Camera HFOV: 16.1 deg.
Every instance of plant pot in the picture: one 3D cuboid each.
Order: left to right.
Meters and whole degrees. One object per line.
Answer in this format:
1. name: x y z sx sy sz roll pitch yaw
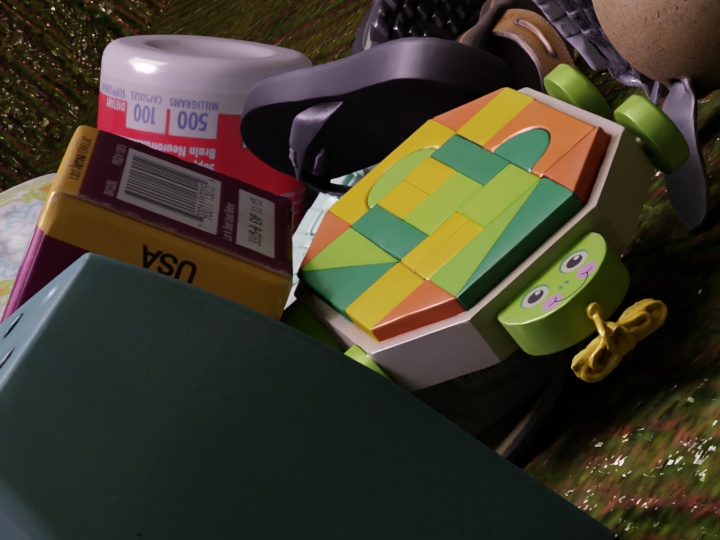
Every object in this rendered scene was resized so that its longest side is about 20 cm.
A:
1. plant pot: -0.052 0.099 0.848 0.141 0.200 0.141 -33 22 53

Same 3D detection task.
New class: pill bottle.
1. pill bottle: -0.086 -0.018 1.341 0.112 0.112 0.200 -119 33 -77

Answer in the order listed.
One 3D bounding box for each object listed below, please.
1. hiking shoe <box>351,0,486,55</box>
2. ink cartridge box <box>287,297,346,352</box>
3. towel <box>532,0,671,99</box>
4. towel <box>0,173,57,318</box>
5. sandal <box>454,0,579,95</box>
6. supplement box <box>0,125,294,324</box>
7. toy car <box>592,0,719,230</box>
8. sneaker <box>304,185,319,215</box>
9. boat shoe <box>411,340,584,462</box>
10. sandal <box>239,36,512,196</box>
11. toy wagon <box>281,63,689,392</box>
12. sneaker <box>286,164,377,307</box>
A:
1. hiking shoe: 0.037 -0.140 1.546 0.101 0.076 0.200 -52 0 36
2. ink cartridge box: 0.012 0.027 1.132 0.200 0.068 0.115 -54 13 -14
3. towel: 0.121 -0.189 1.099 0.086 0.200 0.166 9 62 51
4. towel: -0.169 0.037 1.217 0.171 0.048 0.200 -27 41 -17
5. sandal: 0.087 -0.091 1.238 0.055 0.082 0.200 -21 17 23
6. supplement box: -0.106 0.059 1.038 0.131 0.103 0.200 -96 28 -74
7. toy car: 0.154 -0.121 0.989 0.164 0.158 0.200 -96 20 -63
8. sneaker: 0.028 -0.067 1.370 0.099 0.078 0.200 -47 14 -31
9. boat shoe: 0.006 0.077 1.003 0.201 0.072 0.066 -42 10 20
10. sandal: -0.003 -0.062 1.133 0.200 0.076 0.043 161 122 -67
11. toy wagon: 0.052 -0.010 0.957 0.155 0.040 0.200 -42 23 -6
12. sneaker: 0.000 0.001 1.230 0.201 0.074 0.118 -58 4 14
